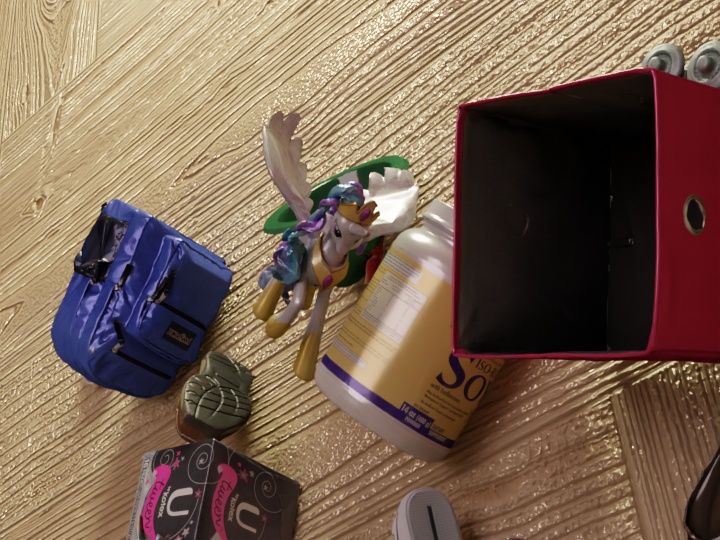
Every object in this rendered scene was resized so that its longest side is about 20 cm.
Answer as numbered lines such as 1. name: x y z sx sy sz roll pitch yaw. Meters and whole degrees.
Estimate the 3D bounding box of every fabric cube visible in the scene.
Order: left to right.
1. fabric cube: 0.206 -0.028 1.035 0.198 0.197 0.200 -4 82 49

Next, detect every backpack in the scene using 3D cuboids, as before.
1. backpack: -0.258 0.044 1.581 0.167 0.162 0.202 22 82 48

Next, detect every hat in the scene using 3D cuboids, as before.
1. hat: 0.000 0.000 1.440 0.164 0.178 0.199 -9 21 46

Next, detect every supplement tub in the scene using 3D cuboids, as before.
1. supplement tub: 0.065 0.054 1.228 0.202 0.145 0.145 -58 38 1

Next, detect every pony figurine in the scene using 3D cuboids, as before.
1. pony figurine: -0.033 -0.031 1.259 0.194 0.164 0.201 -95 28 -52

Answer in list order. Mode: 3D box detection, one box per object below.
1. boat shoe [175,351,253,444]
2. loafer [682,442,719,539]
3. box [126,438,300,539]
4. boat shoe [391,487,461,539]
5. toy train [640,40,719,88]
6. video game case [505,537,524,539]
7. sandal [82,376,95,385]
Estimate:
1. boat shoe: -0.158 0.150 1.430 0.074 0.075 0.200 -59 2 12
2. loafer: 0.293 0.121 0.988 0.201 0.071 0.073 -57 38 2
3. box: -0.152 0.285 1.323 0.114 0.132 0.203 -17 53 38
4. boat shoe: 0.067 0.288 1.145 0.067 0.072 0.203 119 150 -56
5. toy train: 0.303 -0.127 1.140 0.199 0.085 0.116 9 82 50
6. video game case: 0.110 0.337 1.021 0.181 0.036 0.201 -45 62 17
7. sandal: -0.330 0.048 1.747 0.082 0.050 0.206 -14 56 43
